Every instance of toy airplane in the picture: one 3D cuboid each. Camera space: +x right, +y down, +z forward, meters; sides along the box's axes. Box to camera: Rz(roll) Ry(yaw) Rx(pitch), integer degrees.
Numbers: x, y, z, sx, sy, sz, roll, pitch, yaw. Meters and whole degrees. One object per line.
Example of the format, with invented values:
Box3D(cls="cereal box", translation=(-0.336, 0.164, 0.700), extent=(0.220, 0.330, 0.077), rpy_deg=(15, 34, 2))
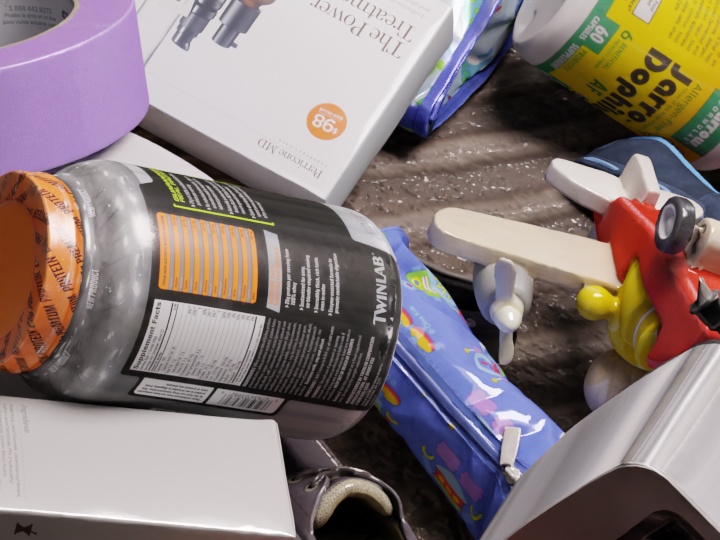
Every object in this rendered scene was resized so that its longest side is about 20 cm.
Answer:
Box3D(cls="toy airplane", translation=(0.156, 0.016, 1.518), extent=(0.200, 0.141, 0.199), rpy_deg=(23, 11, 26))

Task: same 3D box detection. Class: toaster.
Box3D(cls="toaster", translation=(0.156, 0.144, 1.303), extent=(0.200, 0.181, 0.119), rpy_deg=(46, 41, -3))

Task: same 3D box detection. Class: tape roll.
Box3D(cls="tape roll", translation=(-0.222, -0.111, 1.531), extent=(0.200, 0.066, 0.200), rpy_deg=(-6, 24, 3))

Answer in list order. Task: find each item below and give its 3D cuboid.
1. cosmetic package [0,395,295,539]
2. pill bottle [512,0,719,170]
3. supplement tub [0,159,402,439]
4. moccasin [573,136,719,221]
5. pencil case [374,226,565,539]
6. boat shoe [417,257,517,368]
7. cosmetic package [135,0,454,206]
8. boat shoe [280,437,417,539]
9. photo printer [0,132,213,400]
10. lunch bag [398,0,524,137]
Box3D(cls="cosmetic package", translation=(-0.142, 0.124, 1.298), extent=(0.200, 0.108, 0.085), rpy_deg=(6, 39, -15))
Box3D(cls="pill bottle", translation=(0.207, -0.134, 1.748), extent=(0.200, 0.113, 0.113), rpy_deg=(32, 34, -14))
Box3D(cls="supplement tub", translation=(-0.090, 0.014, 1.348), extent=(0.200, 0.123, 0.123), rpy_deg=(11, 35, -33))
Box3D(cls="moccasin", translation=(0.194, -0.012, 1.667), extent=(0.068, 0.081, 0.200), rpy_deg=(-9, 30, -26))
Box3D(cls="pencil case", translation=(0.046, 0.065, 1.456), extent=(0.078, 0.087, 0.200), rpy_deg=(-40, 68, -1))
Box3D(cls="boat shoe", translation=(0.000, 0.000, 1.562), extent=(0.200, 0.057, 0.067), rpy_deg=(26, 38, 9))
Box3D(cls="cosmetic package", translation=(-0.066, -0.138, 1.657), extent=(0.200, 0.052, 0.151), rpy_deg=(29, 73, 13))
Box3D(cls="boat shoe", translation=(-0.009, 0.131, 1.384), extent=(0.072, 0.065, 0.200), rpy_deg=(-5, 42, -28))
Box3D(cls="photo printer", translation=(-0.143, 0.000, 1.484), extent=(0.166, 0.069, 0.200), rpy_deg=(36, 41, 21))
Box3D(cls="lunch bag", translation=(0.013, -0.184, 1.760), extent=(0.170, 0.127, 0.200), rpy_deg=(27, 50, 11))
